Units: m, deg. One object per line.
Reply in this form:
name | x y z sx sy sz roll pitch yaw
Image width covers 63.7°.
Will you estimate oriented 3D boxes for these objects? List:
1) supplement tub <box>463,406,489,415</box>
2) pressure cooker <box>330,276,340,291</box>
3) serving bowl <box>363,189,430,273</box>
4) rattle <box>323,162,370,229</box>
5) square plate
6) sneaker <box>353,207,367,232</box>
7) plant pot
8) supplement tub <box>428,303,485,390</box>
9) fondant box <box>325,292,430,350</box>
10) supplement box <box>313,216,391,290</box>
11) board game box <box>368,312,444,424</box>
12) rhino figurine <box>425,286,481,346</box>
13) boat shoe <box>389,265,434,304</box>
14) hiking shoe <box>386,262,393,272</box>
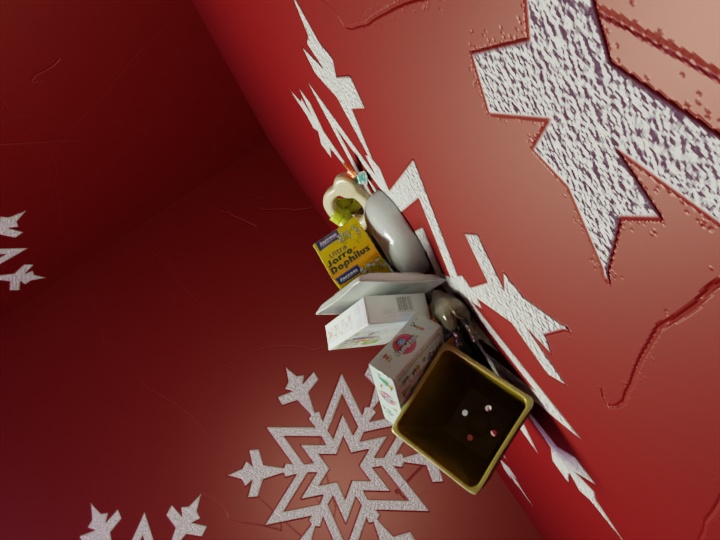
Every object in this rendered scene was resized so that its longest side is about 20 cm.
supplement tub | 0.253 0.327 1.556 0.141 0.140 0.200 57 177 -11
pressure cooker | 0.009 0.020 1.897 0.201 0.176 0.178 56 150 -10
serving bowl | 0.063 -0.067 1.216 0.201 0.065 0.200 57 177 4
rattle | -0.006 -0.197 1.308 0.129 0.143 0.201 28 143 23
square plate | 0.035 0.044 1.147 0.200 0.196 0.029 -37 59 54
sneaker | 0.034 -0.084 1.411 0.201 0.071 0.113 -116 1 -46
plant pot | 0.213 0.287 1.124 0.193 0.197 0.200 32 178 28
supplement tub | 0.186 0.178 1.279 0.201 0.122 0.123 57 176 -16
fondant box | 0.030 0.107 1.196 0.200 0.143 0.059 -42 56 56
supplement box | 0.000 0.000 1.241 0.110 0.108 0.200 58 -178 35
board game box | 0.101 0.203 1.132 0.064 0.147 0.201 29 150 34
rhino figurine | 0.168 0.079 1.132 0.088 0.059 0.200 61 178 -13
boat shoe | 0.136 0.059 1.331 0.201 0.067 0.072 57 176 -13
hiking shoe | 0.109 0.047 1.414 0.100 0.075 0.202 -2 113 65
